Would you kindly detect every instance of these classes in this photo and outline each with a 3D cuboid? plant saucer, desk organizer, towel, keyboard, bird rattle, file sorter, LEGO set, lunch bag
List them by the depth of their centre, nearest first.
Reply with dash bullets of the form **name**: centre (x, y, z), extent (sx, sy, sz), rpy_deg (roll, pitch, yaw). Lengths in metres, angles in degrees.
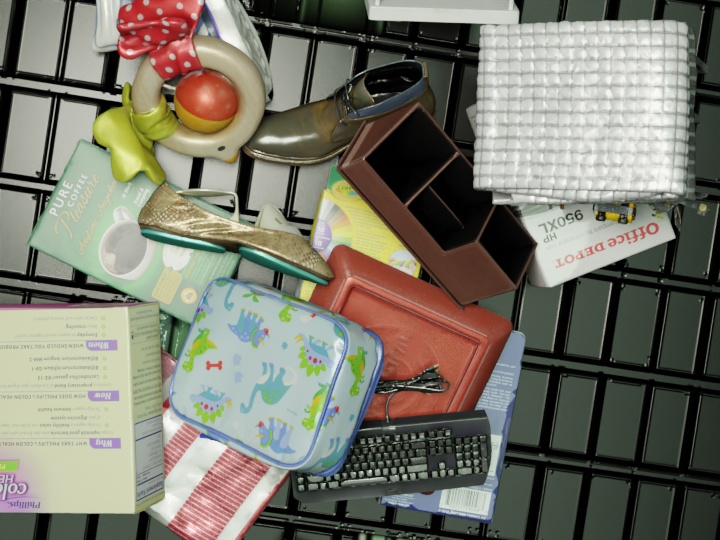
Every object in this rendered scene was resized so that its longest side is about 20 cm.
- **towel**: centre (0.207, -0.141, 1.519), extent (0.200, 0.086, 0.166), rpy_deg (0, 89, 23)
- **file sorter**: centre (0.073, -0.322, 1.587), extent (0.139, 0.200, 0.125), rpy_deg (1, 114, -4)
- **lunch bag**: centre (-0.084, 0.103, 1.598), extent (0.200, 0.082, 0.161), rpy_deg (19, 91, 37)
- **desk organizer**: centre (0.077, -0.061, 1.600), extent (0.200, 0.077, 0.072), rpy_deg (48, 49, -22)
- **LEGO set**: centre (0.260, -0.139, 1.604), extent (0.154, 0.116, 0.200), rpy_deg (0, 86, 24)
- **bird rattle**: centre (-0.171, -0.181, 1.607), extent (0.163, 0.113, 0.200), rpy_deg (16, 116, -14)
- **keyboard**: centre (0.028, 0.161, 1.632), extent (0.200, 0.021, 0.127), rpy_deg (-6, 99, -3)
- **plant saucer**: centre (0.025, 0.103, 1.652), extent (0.200, 0.037, 0.200), rpy_deg (25, 96, -5)
- **towel**: centre (-0.178, 0.187, 1.690), extent (0.200, 0.023, 0.144), rpy_deg (37, 90, -5)

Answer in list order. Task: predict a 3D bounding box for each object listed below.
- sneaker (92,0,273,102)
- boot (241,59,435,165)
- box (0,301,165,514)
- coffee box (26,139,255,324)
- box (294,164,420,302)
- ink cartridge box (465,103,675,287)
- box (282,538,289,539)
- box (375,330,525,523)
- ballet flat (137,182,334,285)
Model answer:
- **sneaker**: centre (-0.190, -0.232, 1.658), extent (0.146, 0.081, 0.200), rpy_deg (-25, 105, 13)
- **boot**: centre (-0.022, -0.163, 1.644), extent (0.200, 0.097, 0.075), rpy_deg (-11, 61, -8)
- **box**: centre (-0.290, 0.132, 1.622), extent (0.176, 0.097, 0.200), rpy_deg (-2, 91, 12)
- **coffee box**: centre (-0.218, -0.036, 1.669), extent (0.200, 0.044, 0.123), rpy_deg (25, 90, -5)
- **box**: centre (0.000, 0.000, 1.685), extent (0.117, 0.048, 0.200), rpy_deg (14, 93, -4)
- **ink cartridge box**: centre (0.212, -0.098, 1.677), extent (0.145, 0.084, 0.200), rpy_deg (-21, 93, -4)
- **box**: centre (-0.039, 0.396, 1.695), extent (0.160, 0.044, 0.200), rpy_deg (20, 90, -5)
- **box**: centre (0.094, 0.150, 1.702), extent (0.121, 0.032, 0.200), rpy_deg (11, 93, -5)
- **ballet flat**: centre (-0.116, -0.041, 1.619), extent (0.200, 0.071, 0.065), rpy_deg (16, 80, -3)
